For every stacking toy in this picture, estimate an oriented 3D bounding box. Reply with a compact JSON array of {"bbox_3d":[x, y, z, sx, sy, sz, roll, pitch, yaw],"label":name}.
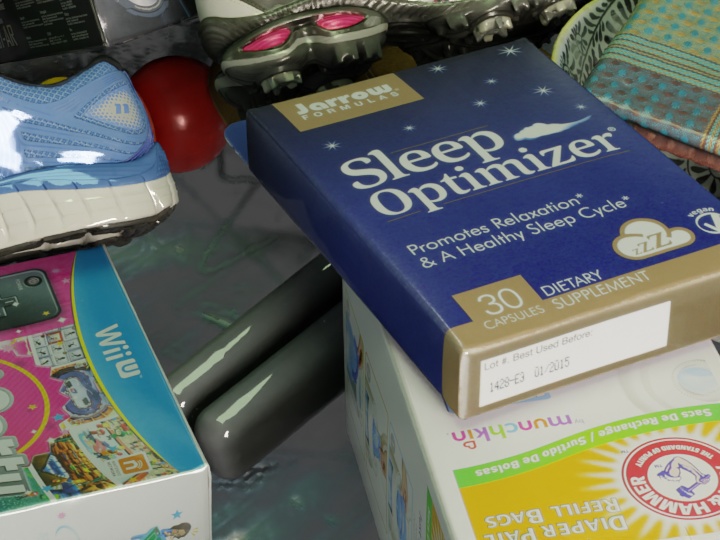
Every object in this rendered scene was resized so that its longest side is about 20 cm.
[{"bbox_3d":[-0.140,-0.052,0.884,0.199,0.086,0.085,-20,39,-34],"label":"stacking toy"}]

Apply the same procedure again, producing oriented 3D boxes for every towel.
[{"bbox_3d":[0.185,-0.093,0.806,0.146,0.022,0.200,21,45,16],"label":"towel"}]

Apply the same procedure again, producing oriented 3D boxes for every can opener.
[{"bbox_3d":[0.000,0.000,0.790,0.200,0.067,0.052,-41,47,-22],"label":"can opener"}]

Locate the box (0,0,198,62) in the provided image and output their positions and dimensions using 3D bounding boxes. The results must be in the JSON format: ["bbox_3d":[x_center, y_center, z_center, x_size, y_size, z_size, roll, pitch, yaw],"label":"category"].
[{"bbox_3d":[-0.092,-0.145,0.956,0.159,0.044,0.200,-22,12,-25],"label":"box"}]

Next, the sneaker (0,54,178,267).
[{"bbox_3d":[-0.175,-0.040,0.772,0.198,0.090,0.079,-12,-8,-19],"label":"sneaker"}]

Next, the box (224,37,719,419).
[{"bbox_3d":[0.040,-0.030,0.708,0.120,0.033,0.200,-16,36,-21],"label":"box"}]

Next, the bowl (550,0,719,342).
[{"bbox_3d":[0.167,-0.031,0.822,0.199,0.095,0.202,6,39,-5],"label":"bowl"}]

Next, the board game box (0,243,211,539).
[{"bbox_3d":[-0.167,0.071,0.715,0.198,0.065,0.148,-11,36,-18],"label":"board game box"}]

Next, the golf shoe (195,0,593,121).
[{"bbox_3d":[0.025,-0.127,0.851,0.198,0.077,0.089,-12,78,-23],"label":"golf shoe"}]

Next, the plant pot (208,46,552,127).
[{"bbox_3d":[0.029,-0.080,0.921,0.198,0.028,0.201,12,32,-7],"label":"plant pot"}]

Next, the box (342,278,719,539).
[{"bbox_3d":[0.065,0.070,0.680,0.111,0.102,0.201,-6,35,-8],"label":"box"}]
